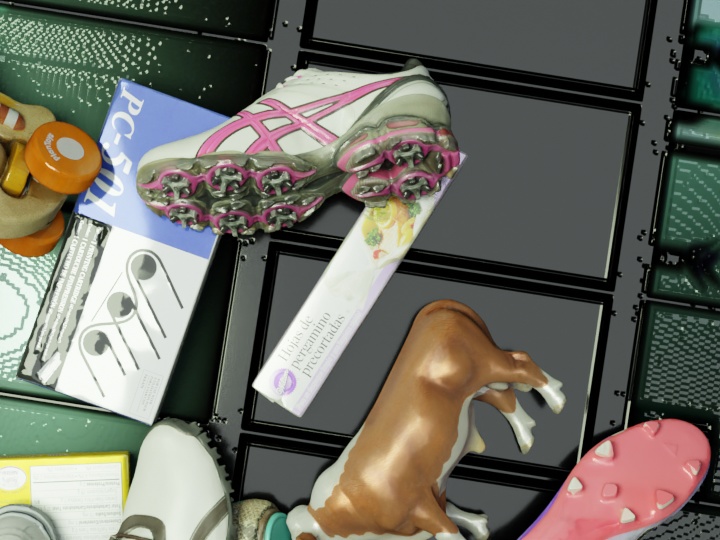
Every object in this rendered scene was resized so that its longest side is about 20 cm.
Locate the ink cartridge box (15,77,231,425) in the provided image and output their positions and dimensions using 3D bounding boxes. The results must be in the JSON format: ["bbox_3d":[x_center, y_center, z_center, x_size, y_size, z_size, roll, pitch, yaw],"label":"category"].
[{"bbox_3d":[-0.142,-0.011,1.223,0.093,0.044,0.201,20,88,-2],"label":"ink cartridge box"}]

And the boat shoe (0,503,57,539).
[{"bbox_3d":[-0.206,0.248,1.186,0.073,0.067,0.201,-13,102,2],"label":"boat shoe"}]

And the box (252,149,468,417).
[{"bbox_3d":[0.000,0.000,1.226,0.039,0.041,0.201,33,89,2],"label":"box"}]

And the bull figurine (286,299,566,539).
[{"bbox_3d":[0.040,0.121,1.212,0.121,0.065,0.201,28,89,-3],"label":"bull figurine"}]

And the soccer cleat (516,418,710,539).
[{"bbox_3d":[0.143,0.170,1.219,0.200,0.077,0.067,-41,68,-19],"label":"soccer cleat"}]

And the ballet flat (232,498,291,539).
[{"bbox_3d":[-0.077,0.247,1.214,0.075,0.068,0.201,-7,82,21],"label":"ballet flat"}]

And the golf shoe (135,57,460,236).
[{"bbox_3d":[-0.042,-0.079,1.188,0.199,0.073,0.092,-9,54,-4],"label":"golf shoe"}]

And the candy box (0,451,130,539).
[{"bbox_3d":[-0.245,0.170,1.224,0.199,0.026,0.103,-1,94,-1],"label":"candy box"}]

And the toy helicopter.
[{"bbox_3d":[-0.252,-0.102,1.183,0.132,0.079,0.201,-1,53,-37],"label":"toy helicopter"}]

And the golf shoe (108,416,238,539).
[{"bbox_3d":[-0.132,0.188,1.169,0.077,0.094,0.201,-1,82,36],"label":"golf shoe"}]
